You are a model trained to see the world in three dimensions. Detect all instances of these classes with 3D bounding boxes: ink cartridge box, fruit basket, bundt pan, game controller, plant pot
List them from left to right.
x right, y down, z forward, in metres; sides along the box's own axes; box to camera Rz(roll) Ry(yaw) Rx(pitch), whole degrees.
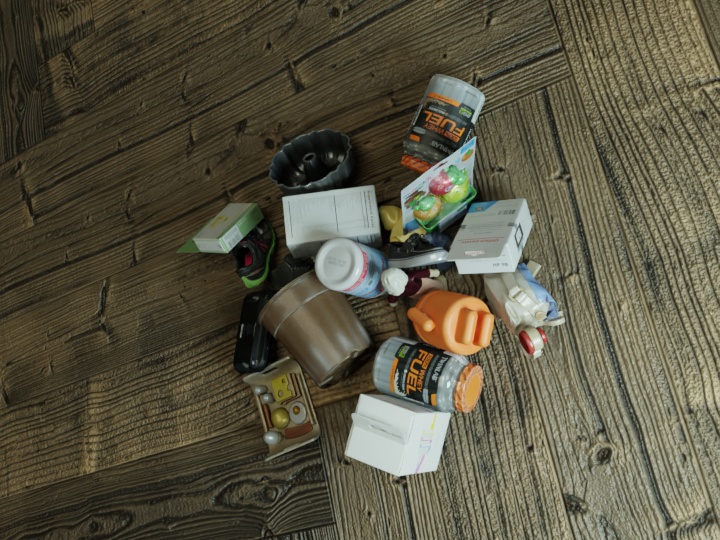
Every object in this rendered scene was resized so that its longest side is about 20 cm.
[{"bbox_3d":[-0.346,-0.101,1.894,0.200,0.048,0.146,4,41,40],"label":"ink cartridge box"},{"bbox_3d":[-0.246,0.141,1.850,0.104,0.042,0.200,-14,61,42],"label":"game controller"},{"bbox_3d":[-0.102,-0.228,1.790,0.202,0.076,0.202,-14,43,14],"label":"bundt pan"},{"bbox_3d":[-0.083,0.132,1.695,0.200,0.200,0.198,-42,71,17],"label":"plant pot"},{"bbox_3d":[0.070,0.321,1.560,0.128,0.200,0.125,13,88,31],"label":"ink cartridge box"},{"bbox_3d":[0.159,-0.156,1.561,0.185,0.200,0.094,-36,74,-11],"label":"fruit basket"},{"bbox_3d":[0.250,-0.055,1.533,0.116,0.067,0.200,-3,36,30],"label":"ink cartridge box"}]

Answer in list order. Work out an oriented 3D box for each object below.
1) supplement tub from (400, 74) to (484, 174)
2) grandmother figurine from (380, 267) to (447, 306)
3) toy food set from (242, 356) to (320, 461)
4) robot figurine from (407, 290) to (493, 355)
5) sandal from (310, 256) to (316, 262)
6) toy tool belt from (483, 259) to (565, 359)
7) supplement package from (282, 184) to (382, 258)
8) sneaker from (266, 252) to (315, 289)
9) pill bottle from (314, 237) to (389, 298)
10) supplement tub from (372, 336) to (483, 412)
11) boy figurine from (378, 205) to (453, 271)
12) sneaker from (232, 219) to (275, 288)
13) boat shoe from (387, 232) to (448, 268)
[{"bbox_3d":[0.167,-0.296,1.657,0.122,0.122,0.200,26,95,30],"label":"supplement tub"},{"bbox_3d":[0.100,0.030,1.593,0.121,0.200,0.061,-48,62,14],"label":"grandmother figurine"},{"bbox_3d":[-0.184,0.311,1.787,0.143,0.060,0.200,-28,69,23],"label":"toy food set"},{"bbox_3d":[0.176,0.099,1.552,0.200,0.144,0.117,12,130,63],"label":"robot figurine"},{"bbox_3d":[-0.098,-0.090,1.818,0.082,0.050,0.203,-30,69,40],"label":"sandal"},{"bbox_3d":[0.326,0.061,1.502,0.123,0.125,0.200,-24,44,-5],"label":"toy tool belt"},{"bbox_3d":[-0.059,-0.104,1.717,0.200,0.110,0.114,-7,75,2],"label":"supplement package"},{"bbox_3d":[-0.141,0.001,1.790,0.104,0.060,0.200,59,139,12],"label":"sneaker"},{"bbox_3d":[0.000,0.000,1.655,0.109,0.200,0.109,-5,79,29],"label":"pill bottle"},{"bbox_3d":[0.135,0.211,1.587,0.200,0.123,0.123,12,88,30],"label":"supplement tub"},{"bbox_3d":[0.112,-0.073,1.683,0.200,0.064,0.124,34,95,31],"label":"boy figurine"},{"bbox_3d":[-0.252,-0.054,1.856,0.077,0.084,0.200,-25,44,25],"label":"sneaker"},{"bbox_3d":[0.110,-0.042,1.576,0.200,0.070,0.066,175,87,-69],"label":"boat shoe"}]
